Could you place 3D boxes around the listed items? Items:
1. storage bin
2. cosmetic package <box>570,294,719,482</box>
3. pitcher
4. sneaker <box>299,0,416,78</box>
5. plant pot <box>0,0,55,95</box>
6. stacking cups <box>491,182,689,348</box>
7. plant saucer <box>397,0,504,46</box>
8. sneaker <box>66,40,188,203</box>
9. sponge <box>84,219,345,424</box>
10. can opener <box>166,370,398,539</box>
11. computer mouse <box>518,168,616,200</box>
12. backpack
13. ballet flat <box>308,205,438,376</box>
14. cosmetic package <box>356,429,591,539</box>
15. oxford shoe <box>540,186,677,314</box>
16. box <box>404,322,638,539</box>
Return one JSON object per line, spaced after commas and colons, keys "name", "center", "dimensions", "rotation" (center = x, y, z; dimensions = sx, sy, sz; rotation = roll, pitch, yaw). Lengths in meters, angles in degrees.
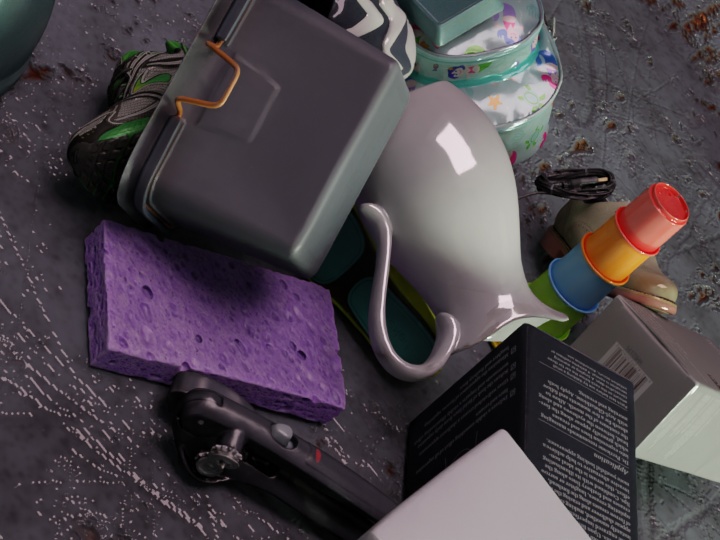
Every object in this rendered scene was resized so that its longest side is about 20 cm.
{"name": "storage bin", "center": [-0.060, -0.100, 1.308], "dimensions": [0.134, 0.201, 0.146], "rotation": [26, -8, 13]}
{"name": "cosmetic package", "center": [0.252, 0.099, 1.511], "dimensions": [0.107, 0.090, 0.200], "rotation": [49, 18, 29]}
{"name": "pitcher", "center": [0.050, -0.028, 1.381], "dimensions": [0.171, 0.121, 0.201], "rotation": [-21, 88, -42]}
{"name": "sneaker", "center": [-0.033, -0.245, 1.491], "dimensions": [0.129, 0.079, 0.201], "rotation": [5, 72, -53]}
{"name": "plant pot", "center": [-0.293, -0.236, 1.314], "dimensions": [0.199, 0.134, 0.201], "rotation": [24, 44, -25]}
{"name": "stacking cups", "center": [0.186, 0.006, 1.496], "dimensions": [0.060, 0.200, 0.061], "rotation": [25, 44, -27]}
{"name": "plant saucer", "center": [0.035, -0.267, 1.554], "dimensions": [0.070, 0.019, 0.200], "rotation": [-32, 60, -14]}
{"name": "sneaker", "center": [-0.166, -0.114, 1.386], "dimensions": [0.085, 0.078, 0.200], "rotation": [41, 29, 4]}
{"name": "sponge", "center": [-0.103, 0.039, 1.336], "dimensions": [0.199, 0.030, 0.112], "rotation": [18, 46, -32]}
{"name": "can opener", "center": [-0.046, 0.135, 1.276], "dimensions": [0.199, 0.063, 0.079], "rotation": [33, 45, -18]}
{"name": "computer mouse", "center": [0.126, -0.067, 1.573], "dimensions": [0.199, 0.034, 0.059], "rotation": [-13, 37, -20]}
{"name": "backpack", "center": [0.082, -0.185, 1.601], "dimensions": [0.176, 0.151, 0.201], "rotation": [-9, 65, -12]}
{"name": "ballet flat", "center": [0.000, 0.000, 1.450], "dimensions": [0.200, 0.067, 0.067], "rotation": [53, 17, 4]}
{"name": "cosmetic package", "center": [0.042, 0.240, 1.156], "dimensions": [0.167, 0.200, 0.167], "rotation": [52, 37, 7]}
{"name": "oxford shoe", "center": [0.216, -0.021, 1.578], "dimensions": [0.070, 0.074, 0.200], "rotation": [19, 12, -28]}
{"name": "box", "center": [0.112, 0.168, 1.326], "dimensions": [0.107, 0.148, 0.201], "rotation": [29, 42, -21]}
